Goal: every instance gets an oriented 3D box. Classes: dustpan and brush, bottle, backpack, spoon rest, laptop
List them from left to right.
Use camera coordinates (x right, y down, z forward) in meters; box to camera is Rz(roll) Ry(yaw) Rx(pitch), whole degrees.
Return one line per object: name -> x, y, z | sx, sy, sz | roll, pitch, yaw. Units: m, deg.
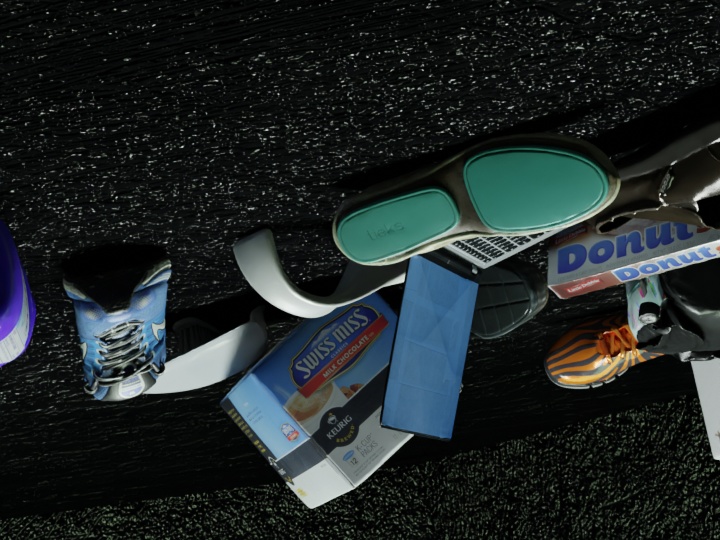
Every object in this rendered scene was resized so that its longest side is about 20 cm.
bottle -> -0.232, 0.018, 1.290 | 0.065, 0.084, 0.200 | -11, 170, -7
dustpan and brush -> -0.127, 0.066, 1.866 | 0.139, 0.057, 0.200 | -26, 162, 12
spoon rest -> 0.000, 0.000, 1.543 | 0.200, 0.061, 0.099 | -2, 166, -41
laptop -> 0.104, 0.021, 1.483 | 0.200, 0.116, 0.187 | -26, 166, 12
backpack -> 0.296, 0.010, 1.763 | 0.166, 0.127, 0.200 | 7, 168, -7

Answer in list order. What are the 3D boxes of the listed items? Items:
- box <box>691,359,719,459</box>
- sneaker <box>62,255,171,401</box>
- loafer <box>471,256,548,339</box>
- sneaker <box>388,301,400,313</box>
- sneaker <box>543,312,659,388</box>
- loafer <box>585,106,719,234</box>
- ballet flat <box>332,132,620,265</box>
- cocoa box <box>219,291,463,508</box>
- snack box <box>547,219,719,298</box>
box -> 0.411, 0.048, 1.911 | 0.171, 0.200, 0.200 | -7, 169, -25
sneaker -> -0.165, 0.044, 1.521 | 0.078, 0.089, 0.200 | -11, 171, -5
loafer -> 0.111, 0.016, 1.789 | 0.072, 0.073, 0.200 | -17, -176, -24
sneaker -> 0.033, 0.063, 2.001 | 0.088, 0.075, 0.200 | 2, 162, -9
sneaker -> 0.299, 0.067, 2.342 | 0.200, 0.078, 0.112 | -21, 168, -8
loafer -> 0.209, -0.053, 1.377 | 0.073, 0.071, 0.200 | -28, 180, -29
ballet flat -> 0.073, -0.054, 1.355 | 0.200, 0.068, 0.062 | -11, -160, 25
cocoa box -> -0.022, 0.107, 1.833 | 0.133, 0.131, 0.200 | -41, 179, -16
snack box -> 0.229, -0.037, 1.554 | 0.200, 0.072, 0.024 | -16, 143, 30
